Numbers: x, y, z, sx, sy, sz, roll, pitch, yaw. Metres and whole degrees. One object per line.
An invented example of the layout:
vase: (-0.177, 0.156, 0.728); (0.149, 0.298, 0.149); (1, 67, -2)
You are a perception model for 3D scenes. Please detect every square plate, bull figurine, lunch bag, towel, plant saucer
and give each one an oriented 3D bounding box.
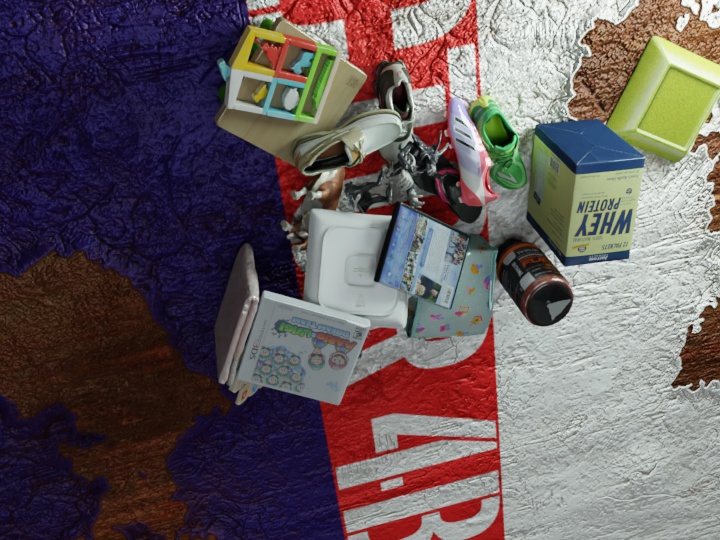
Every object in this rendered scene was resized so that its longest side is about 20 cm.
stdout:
square plate: (0.000, 0.000, 1.518); (0.196, 0.028, 0.203); (4, 95, -15)
bull figurine: (-0.079, -0.126, 1.552); (0.121, 0.065, 0.203); (-29, 142, -48)
lunch bag: (0.173, 0.039, 1.695); (0.167, 0.122, 0.204); (-3, 113, -14)
towel: (-0.225, 0.077, 1.566); (0.032, 0.201, 0.194); (13, 115, -19)
plant saucer: (0.598, -0.317, 1.652); (0.196, 0.048, 0.203); (15, 113, -21)

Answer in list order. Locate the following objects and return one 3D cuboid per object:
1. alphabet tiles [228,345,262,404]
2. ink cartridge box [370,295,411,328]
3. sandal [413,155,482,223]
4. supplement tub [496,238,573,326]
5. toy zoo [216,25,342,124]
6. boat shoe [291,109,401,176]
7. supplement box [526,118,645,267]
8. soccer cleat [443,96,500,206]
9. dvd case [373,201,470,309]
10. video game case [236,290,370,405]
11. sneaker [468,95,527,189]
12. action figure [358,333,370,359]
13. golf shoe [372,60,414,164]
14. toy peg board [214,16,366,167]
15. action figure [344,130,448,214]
alphabet tiles: (-0.185, 0.154, 1.639); (0.014, 0.200, 0.199); (26, 115, 14)
ink cartridge box: (-0.019, 0.061, 1.612); (0.199, 0.145, 0.085); (-38, 107, -7)
sandal: (0.170, -0.158, 1.620); (0.199, 0.045, 0.076); (37, 86, -30)
supplement tub: (0.328, 0.015, 1.673); (0.105, 0.201, 0.109); (-7, 120, -12)
toy zoo: (-0.135, -0.311, 1.371); (0.197, 0.021, 0.133); (5, 122, -34)
boat shoe: (-0.018, -0.209, 1.460); (0.196, 0.069, 0.075); (-20, 135, 2)
supplement box: (0.413, -0.149, 1.607); (0.131, 0.201, 0.203); (-6, 121, -9)
soccer cleat: (0.203, -0.218, 1.568); (0.075, 0.067, 0.204); (-7, 102, 22)
dvd case: (0.115, -0.023, 1.542); (0.198, 0.017, 0.146); (21, 83, -40)
video game case: (-0.102, 0.140, 1.518); (0.196, 0.024, 0.185); (16, 117, -11)
sneaker: (0.258, -0.224, 1.594); (0.073, 0.084, 0.201); (-31, 121, 4)
action figure: (-0.061, 0.150, 1.723); (0.130, 0.069, 0.201); (40, 98, -10)
golf shoe: (0.061, -0.266, 1.521); (0.076, 0.088, 0.203); (-13, 123, -8)
toy peg board: (-0.129, -0.311, 1.459); (0.197, 0.098, 0.201); (23, 112, -41)
action figure: (0.075, -0.160, 1.520); (0.198, 0.103, 0.119); (-30, 146, 12)
